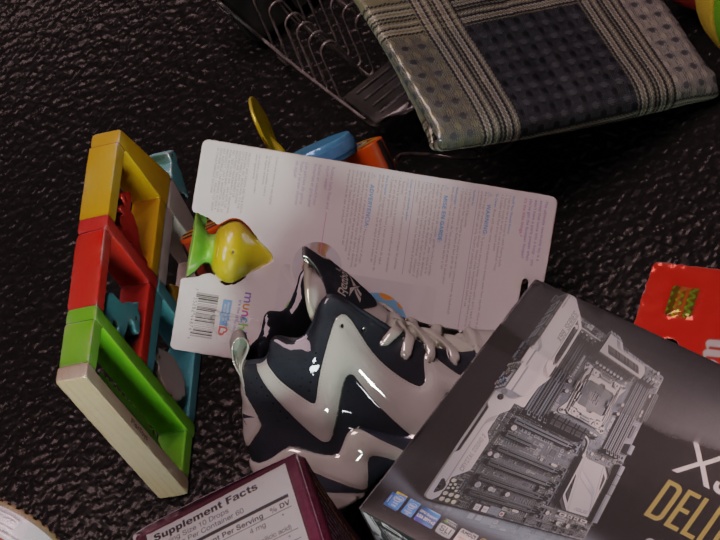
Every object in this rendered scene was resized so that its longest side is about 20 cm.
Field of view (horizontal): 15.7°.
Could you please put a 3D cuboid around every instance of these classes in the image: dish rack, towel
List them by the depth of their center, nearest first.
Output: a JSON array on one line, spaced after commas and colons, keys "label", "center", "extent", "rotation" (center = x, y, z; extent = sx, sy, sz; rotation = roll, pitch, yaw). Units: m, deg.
[{"label": "towel", "center": [0.083, -0.155, 1.516], "extent": [0.191, 0.035, 0.201], "rotation": [-13, 57, -24]}, {"label": "dish rack", "center": [0.012, -0.171, 1.606], "extent": [0.153, 0.055, 0.200], "rotation": [-40, 38, -7]}]

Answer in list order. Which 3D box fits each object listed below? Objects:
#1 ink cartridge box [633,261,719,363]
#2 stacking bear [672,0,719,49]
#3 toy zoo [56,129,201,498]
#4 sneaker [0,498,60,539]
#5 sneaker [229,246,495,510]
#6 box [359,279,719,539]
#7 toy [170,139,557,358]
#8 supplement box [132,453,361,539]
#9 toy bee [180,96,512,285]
[{"label": "ink cartridge box", "center": [0.218, 0.057, 1.354], "extent": [0.199, 0.050, 0.163], "rotation": [7, 60, 27]}, {"label": "stacking bear", "center": [0.238, -0.163, 1.472], "extent": [0.113, 0.122, 0.200], "rotation": [-37, 38, -12]}, {"label": "toy zoo", "center": [-0.126, 0.012, 1.506], "extent": [0.020, 0.131, 0.201], "rotation": [-11, 53, 20]}, {"label": "sneaker", "center": [-0.276, 0.170, 1.507], "extent": [0.199, 0.071, 0.113], "rotation": [16, 62, 32]}, {"label": "sneaker", "center": [0.021, 0.036, 1.381], "extent": [0.198, 0.130, 0.080], "rotation": [-21, 16, 3]}, {"label": "box", "center": [0.125, 0.110, 1.275], "extent": [0.199, 0.050, 0.158], "rotation": [26, 66, 32]}, {"label": "toy", "center": [0.000, 0.000, 1.441], "extent": [0.198, 0.047, 0.116], "rotation": [9, 92, -10]}, {"label": "supplement box", "center": [-0.027, 0.217, 1.306], "extent": [0.103, 0.131, 0.201], "rotation": [-26, 48, 7]}, {"label": "toy bee", "center": [-0.014, -0.038, 1.515], "extent": [0.198, 0.109, 0.132], "rotation": [-5, 91, -15]}]
